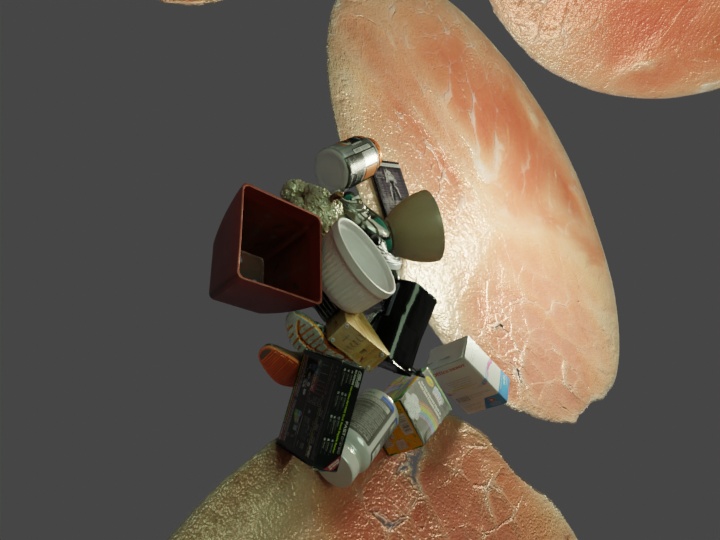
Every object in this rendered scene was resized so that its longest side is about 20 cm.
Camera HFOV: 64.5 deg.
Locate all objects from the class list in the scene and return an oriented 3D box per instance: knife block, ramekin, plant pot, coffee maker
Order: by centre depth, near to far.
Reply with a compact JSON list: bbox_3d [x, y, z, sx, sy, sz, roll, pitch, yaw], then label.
[{"bbox_3d":[-0.206,-0.019,1.165,0.197,0.174,0.206,21,55,-38],"label":"plant pot"},{"bbox_3d":[-0.022,-0.003,1.252,0.200,0.104,0.202,46,19,-21],"label":"ramekin"},{"bbox_3d":[-0.029,0.110,1.302,0.199,0.064,0.177,41,20,-26],"label":"knife block"},{"bbox_3d":[0.107,0.138,1.364,0.205,0.188,0.135,-66,154,-14],"label":"coffee maker"},{"bbox_3d":[0.140,-0.113,1.608,0.130,0.201,0.206,-13,75,-13],"label":"plant pot"}]

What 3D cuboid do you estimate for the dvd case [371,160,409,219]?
[{"bbox_3d":[0.097,-0.242,1.743,0.146,0.016,0.206,-5,73,-47],"label":"dvd case"}]

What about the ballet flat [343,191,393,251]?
[{"bbox_3d":[0.023,-0.139,1.567,0.201,0.067,0.069,51,12,-10],"label":"ballet flat"}]

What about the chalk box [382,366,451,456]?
[{"bbox_3d":[0.126,0.326,1.377,0.199,0.123,0.127,-32,91,-51],"label":"chalk box"}]

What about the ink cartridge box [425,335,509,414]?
[{"bbox_3d":[0.292,0.287,1.559,0.200,0.143,0.086,44,43,-21],"label":"ink cartridge box"}]

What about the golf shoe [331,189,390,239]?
[{"bbox_3d":[0.001,-0.143,1.485,0.196,0.077,0.097,23,82,-20],"label":"golf shoe"}]

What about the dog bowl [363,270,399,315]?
[{"bbox_3d":[0.026,0.012,1.492,0.197,0.058,0.206,25,53,-37],"label":"dog bowl"}]

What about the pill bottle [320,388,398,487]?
[{"bbox_3d":[-0.007,0.356,1.221,0.116,0.113,0.199,57,40,-5],"label":"pill bottle"}]

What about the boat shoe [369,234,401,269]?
[{"bbox_3d":[0.036,-0.054,1.424,0.196,0.071,0.070,16,101,-38],"label":"boat shoe"}]

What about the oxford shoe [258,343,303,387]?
[{"bbox_3d":[-0.137,0.204,1.214,0.199,0.071,0.074,40,24,-30],"label":"oxford shoe"}]

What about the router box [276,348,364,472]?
[{"bbox_3d":[-0.079,0.266,1.108,0.061,0.148,0.206,22,80,-34],"label":"router box"}]

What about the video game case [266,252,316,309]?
[{"bbox_3d":[-0.136,-0.008,1.356,0.197,0.022,0.187,24,53,-38],"label":"video game case"}]

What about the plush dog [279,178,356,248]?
[{"bbox_3d":[-0.118,-0.104,1.317,0.200,0.159,0.173,46,65,-19],"label":"plush dog"}]

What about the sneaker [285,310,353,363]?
[{"bbox_3d":[-0.091,0.154,1.282,0.200,0.077,0.078,45,28,-24],"label":"sneaker"}]

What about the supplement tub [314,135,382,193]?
[{"bbox_3d":[-0.028,-0.294,1.554,0.125,0.121,0.199,58,39,-3],"label":"supplement tub"}]

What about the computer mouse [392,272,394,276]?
[{"bbox_3d":[0.000,0.000,1.404,0.195,0.035,0.059,15,30,-29],"label":"computer mouse"}]
